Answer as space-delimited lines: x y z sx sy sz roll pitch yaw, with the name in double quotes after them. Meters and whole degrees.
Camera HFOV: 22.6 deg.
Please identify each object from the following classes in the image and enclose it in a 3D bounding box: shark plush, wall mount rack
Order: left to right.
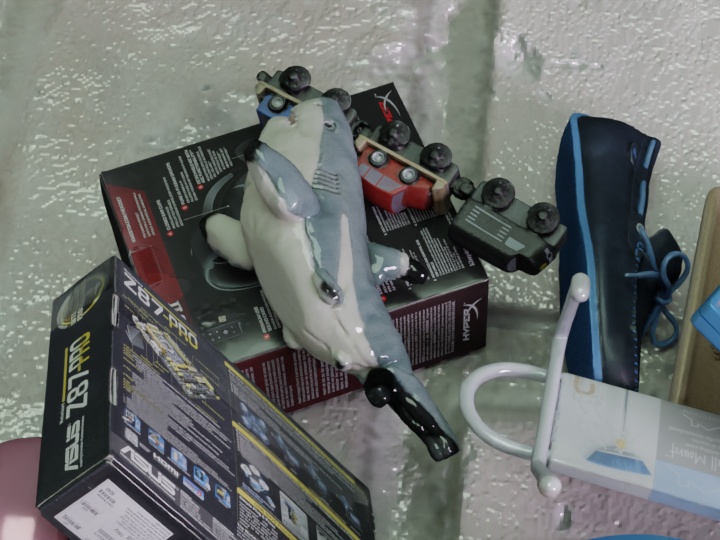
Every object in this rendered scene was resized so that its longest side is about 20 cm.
0.000 0.000 0.919 0.083 0.091 0.200 -20 61 -31 "shark plush"
0.145 0.083 0.861 0.199 0.075 0.174 15 39 1 "wall mount rack"

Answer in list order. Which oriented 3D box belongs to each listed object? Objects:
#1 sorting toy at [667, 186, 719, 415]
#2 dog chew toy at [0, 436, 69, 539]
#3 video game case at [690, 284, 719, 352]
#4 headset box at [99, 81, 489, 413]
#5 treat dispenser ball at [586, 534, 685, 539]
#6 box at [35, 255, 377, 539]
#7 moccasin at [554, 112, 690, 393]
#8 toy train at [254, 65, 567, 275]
0.266 0.059 0.969 0.199 0.037 0.186 15 63 2 "sorting toy"
-0.186 0.149 0.868 0.199 0.124 0.125 -15 46 38 "dog chew toy"
0.259 0.066 0.882 0.200 0.018 0.143 45 34 7 "video game case"
-0.047 -0.003 1.010 0.199 0.077 0.149 -19 57 -9 "headset box"
0.122 0.216 0.779 0.200 0.201 0.202 -1 56 2 "treat dispenser ball"
-0.064 0.106 0.842 0.049 0.200 0.161 -35 30 17 "box"
0.149 -0.009 1.004 0.068 0.081 0.201 6 58 -5 "moccasin"
0.020 -0.053 0.978 0.200 0.034 0.046 31 74 19 "toy train"
